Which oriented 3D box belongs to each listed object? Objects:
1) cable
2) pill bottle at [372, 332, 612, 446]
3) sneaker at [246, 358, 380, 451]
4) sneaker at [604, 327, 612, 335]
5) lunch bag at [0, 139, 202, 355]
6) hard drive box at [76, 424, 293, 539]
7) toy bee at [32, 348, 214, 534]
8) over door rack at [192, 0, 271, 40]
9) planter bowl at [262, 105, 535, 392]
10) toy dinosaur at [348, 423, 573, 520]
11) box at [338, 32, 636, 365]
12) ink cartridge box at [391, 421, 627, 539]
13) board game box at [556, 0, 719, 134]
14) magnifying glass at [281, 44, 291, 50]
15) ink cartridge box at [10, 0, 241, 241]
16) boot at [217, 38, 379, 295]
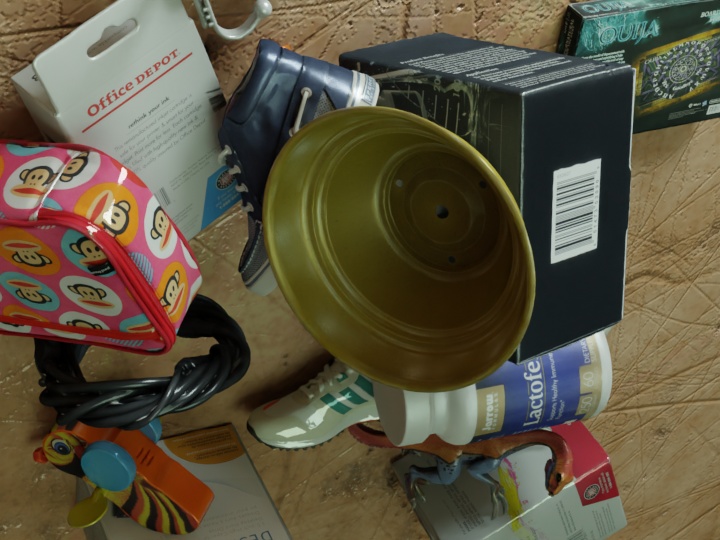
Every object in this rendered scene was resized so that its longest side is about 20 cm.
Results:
[{"bbox_3d":[-0.163,0.069,0.934,0.162,0.200,0.051,-2,111,-19],"label":"cable"},{"bbox_3d":[0.117,0.095,1.122,0.199,0.116,0.116,-10,132,-16],"label":"pill bottle"},{"bbox_3d":[-0.017,0.102,1.167,0.199,0.070,0.094,-12,115,-22],"label":"sneaker"},{"bbox_3d":[0.188,0.090,1.248,0.199,0.100,0.075,-34,110,-4],"label":"sneaker"},{"bbox_3d":[-0.214,-0.009,0.847,0.177,0.199,0.082,65,39,-50],"label":"lunch bag"},{"bbox_3d":[-0.151,0.246,1.096,0.155,0.200,0.077,-11,132,-26],"label":"hard drive box"},{"bbox_3d":[-0.220,0.149,1.049,0.108,0.201,0.131,-28,180,36],"label":"toy bee"},{"bbox_3d":[-0.123,-0.248,0.715,0.066,0.148,0.200,-34,138,1],"label":"over door rack"},{"bbox_3d":[0.039,-0.026,0.822,0.083,0.200,0.201,-40,152,-49],"label":"planter bowl"},{"bbox_3d":[0.112,0.185,1.215,0.199,0.106,0.181,20,151,-36],"label":"toy dinosaur"},{"bbox_3d":[0.091,-0.063,0.932,0.123,0.196,0.201,-17,115,-35],"label":"box"},{"bbox_3d":[0.161,0.245,1.338,0.199,0.145,0.146,-31,138,-6],"label":"ink cartridge box"},{"bbox_3d":[0.262,-0.186,1.108,0.199,0.028,0.136,-12,132,-23],"label":"board game box"},{"bbox_3d":[-0.021,-0.074,0.930,0.022,0.201,0.079,-27,-177,-40],"label":"magnifying glass"},{"bbox_3d":[-0.159,-0.110,0.858,0.116,0.067,0.201,-39,139,-18],"label":"ink cartridge box"},{"bbox_3d":[-0.068,-0.073,0.885,0.090,0.073,0.201,21,123,-14],"label":"boot"}]
